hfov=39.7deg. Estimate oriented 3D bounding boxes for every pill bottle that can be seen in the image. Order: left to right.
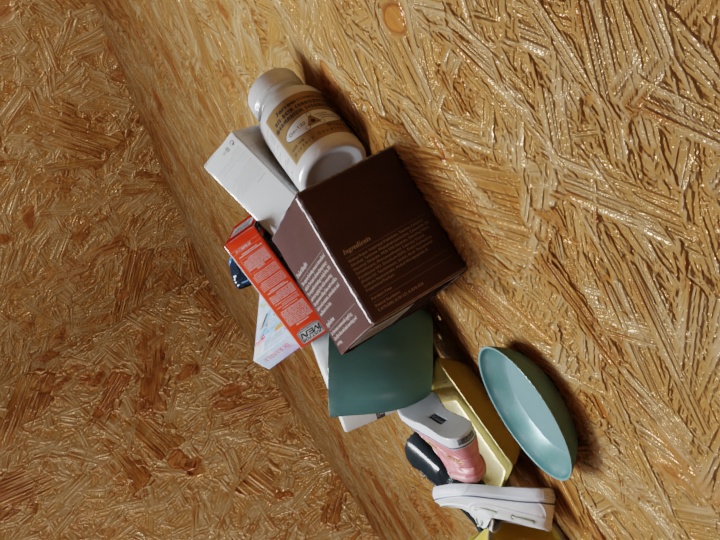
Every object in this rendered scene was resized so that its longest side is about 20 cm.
[{"bbox_3d":[-0.085,-0.208,1.481,0.201,0.113,0.115,54,165,33],"label":"pill bottle"}]

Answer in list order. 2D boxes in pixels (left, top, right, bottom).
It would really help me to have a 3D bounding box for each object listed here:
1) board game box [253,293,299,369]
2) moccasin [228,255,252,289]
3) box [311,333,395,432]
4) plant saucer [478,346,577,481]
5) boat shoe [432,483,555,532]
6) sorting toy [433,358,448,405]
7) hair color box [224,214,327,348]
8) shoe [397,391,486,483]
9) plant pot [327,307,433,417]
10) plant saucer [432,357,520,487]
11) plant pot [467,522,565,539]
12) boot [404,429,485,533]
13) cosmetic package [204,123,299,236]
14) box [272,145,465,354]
[{"bbox_3d":[-0.110,0.046,1.788,0.041,0.199,0.201,32,-141,-30],"label":"board game box"},{"bbox_3d":[-0.116,-0.003,1.642,0.081,0.197,0.069,101,161,-73],"label":"moccasin"},{"bbox_3d":[-0.018,0.151,1.859,0.200,0.129,0.201,74,173,-47],"label":"box"},{"bbox_3d":[0.226,0.179,1.309,0.201,0.036,0.201,55,166,21],"label":"plant saucer"},{"bbox_3d":[0.194,0.357,1.491,0.073,0.198,0.068,24,-116,-50],"label":"boat shoe"},{"bbox_3d":[0.114,0.192,1.756,0.202,0.036,0.185,68,165,-12],"label":"sorting toy"},{"bbox_3d":[-0.123,0.011,1.547,0.201,0.061,0.102,55,-167,-16],"label":"hair color box"},{"bbox_3d":[0.126,0.260,1.561,0.200,0.071,0.092,25,140,62],"label":"shoe"},{"bbox_3d":[0.033,0.128,1.553,0.201,0.158,0.204,1,-90,-89],"label":"plant pot"},{"bbox_3d":[0.185,0.240,1.555,0.201,0.048,0.201,56,166,23],"label":"plant saucer"},{"bbox_3d":[0.241,0.479,1.572,0.201,0.199,0.191,50,148,34],"label":"plant pot"},{"bbox_3d":[0.170,0.364,1.716,0.168,0.077,0.200,39,173,48],"label":"boot"},{"bbox_3d":[-0.127,-0.124,1.526,0.200,0.081,0.113,47,-156,5],"label":"cosmetic package"},{"bbox_3d":[0.008,-0.024,1.370,0.202,0.163,0.166,59,157,7],"label":"box"}]
